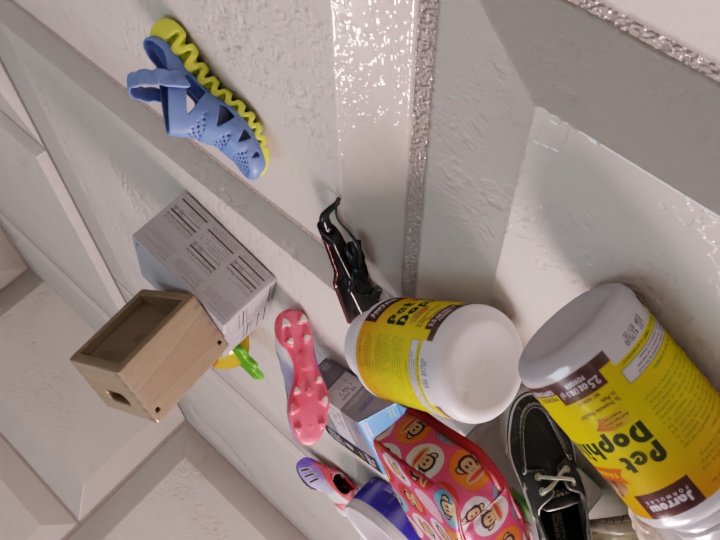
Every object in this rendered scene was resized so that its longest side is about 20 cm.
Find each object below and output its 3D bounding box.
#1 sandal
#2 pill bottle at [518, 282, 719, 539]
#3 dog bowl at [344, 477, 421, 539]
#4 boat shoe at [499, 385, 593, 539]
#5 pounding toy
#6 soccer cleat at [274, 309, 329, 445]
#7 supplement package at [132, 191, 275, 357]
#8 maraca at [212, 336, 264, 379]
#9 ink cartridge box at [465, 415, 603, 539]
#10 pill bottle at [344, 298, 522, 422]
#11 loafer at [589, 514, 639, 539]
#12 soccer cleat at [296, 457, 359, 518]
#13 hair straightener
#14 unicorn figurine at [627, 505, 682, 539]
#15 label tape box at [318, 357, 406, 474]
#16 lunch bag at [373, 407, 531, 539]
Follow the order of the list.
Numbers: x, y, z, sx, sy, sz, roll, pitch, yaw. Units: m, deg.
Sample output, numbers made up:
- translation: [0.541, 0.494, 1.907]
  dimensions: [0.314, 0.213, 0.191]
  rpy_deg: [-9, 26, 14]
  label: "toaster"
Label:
- translation: [-0.183, -0.174, 0.892]
  dimensions: [0.200, 0.087, 0.079]
  rpy_deg: [47, 156, -4]
  label: "sandal"
- translation: [0.221, 0.116, 0.619]
  dimensions: [0.200, 0.109, 0.109]
  rpy_deg: [48, 157, -4]
  label: "pill bottle"
- translation: [0.066, 0.497, 1.547]
  dimensions: [0.199, 0.079, 0.201]
  rpy_deg: [38, 155, 21]
  label: "dog bowl"
- translation: [0.194, 0.215, 0.805]
  dimensions: [0.064, 0.070, 0.203]
  rpy_deg: [179, 75, -84]
  label: "boat shoe"
- translation: [-0.308, 0.126, 1.218]
  dimensions: [0.198, 0.184, 0.143]
  rpy_deg: [2, 132, 46]
  label: "pounding toy"
- translation: [-0.092, 0.159, 1.216]
  dimensions: [0.076, 0.066, 0.203]
  rpy_deg: [156, 104, -71]
  label: "soccer cleat"
- translation: [-0.243, 0.010, 1.262]
  dimensions: [0.200, 0.111, 0.156]
  rpy_deg: [43, 157, 10]
  label: "supplement package"
- translation: [-0.249, 0.130, 1.470]
  dimensions: [0.199, 0.107, 0.138]
  rpy_deg: [34, 161, 27]
  label: "maraca"
- translation: [0.174, 0.254, 0.956]
  dimensions: [0.145, 0.084, 0.201]
  rpy_deg: [43, 156, 12]
  label: "ink cartridge box"
- translation: [0.064, 0.085, 0.825]
  dimensions: [0.110, 0.109, 0.199]
  rpy_deg: [55, 156, -19]
  label: "pill bottle"
- translation: [0.271, 0.305, 0.860]
  dimensions: [0.201, 0.074, 0.069]
  rpy_deg: [80, -178, -63]
  label: "loafer"
- translation: [-0.067, 0.449, 1.741]
  dimensions: [0.199, 0.068, 0.074]
  rpy_deg: [31, 129, 42]
  label: "soccer cleat"
- translation: [0.000, 0.000, 0.926]
  dimensions: [0.076, 0.041, 0.202]
  rpy_deg: [25, 144, 35]
  label: "hair straightener"
- translation: [0.295, 0.258, 0.732]
  dimensions: [0.135, 0.074, 0.203]
  rpy_deg: [14, 115, 8]
  label: "unicorn figurine"
- translation: [0.013, 0.238, 1.240]
  dimensions: [0.199, 0.063, 0.145]
  rpy_deg: [26, 150, 41]
  label: "label tape box"
- translation: [0.092, 0.249, 0.878]
  dimensions: [0.175, 0.082, 0.202]
  rpy_deg: [24, 145, 50]
  label: "lunch bag"
